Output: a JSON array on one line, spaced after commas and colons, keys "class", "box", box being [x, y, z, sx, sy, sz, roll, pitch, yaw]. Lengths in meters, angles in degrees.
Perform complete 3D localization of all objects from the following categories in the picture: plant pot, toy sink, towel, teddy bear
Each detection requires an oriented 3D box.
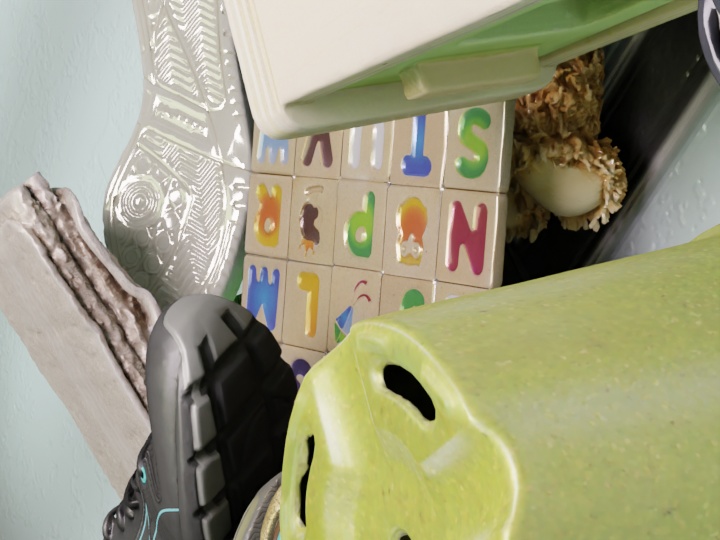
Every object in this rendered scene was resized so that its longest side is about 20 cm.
[{"class": "plant pot", "box": [0.083, 0.073, 0.596, 0.200, 0.183, 0.203, 10, 101, 60]}, {"class": "toy sink", "box": [0.028, -0.112, 0.629, 0.199, 0.130, 0.113, -17, 87, 48]}, {"class": "towel", "box": [-0.103, 0.051, 0.875, 0.201, 0.034, 0.132, 60, 160, -7]}, {"class": "teddy bear", "box": [0.057, -0.109, 0.761, 0.145, 0.066, 0.202, 134, 120, -65]}]

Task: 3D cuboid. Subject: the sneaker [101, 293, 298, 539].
[{"class": "sneaker", "box": [-0.066, 0.096, 0.764, 0.079, 0.075, 0.202, 13, 126, 26]}]

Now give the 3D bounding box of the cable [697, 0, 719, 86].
[{"class": "cable", "box": [0.165, -0.097, 0.479, 0.051, 0.162, 0.202, -75, -4, -63]}]

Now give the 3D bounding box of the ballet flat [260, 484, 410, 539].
[{"class": "ballet flat", "box": [0.019, 0.154, 0.684, 0.071, 0.070, 0.202, -1, 112, 61]}]

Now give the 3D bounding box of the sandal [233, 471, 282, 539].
[{"class": "sandal", "box": [-0.017, 0.166, 0.739, 0.057, 0.079, 0.203, 22, 120, 60]}]

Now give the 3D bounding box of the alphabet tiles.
[{"class": "alphabet tiles", "box": [0.000, 0.000, 0.767, 0.166, 0.006, 0.202, 9, 96, 54]}]

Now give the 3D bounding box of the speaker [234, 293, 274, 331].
[{"class": "speaker", "box": [-0.050, 0.051, 0.929, 0.200, 0.088, 0.089, -21, 75, 60]}]

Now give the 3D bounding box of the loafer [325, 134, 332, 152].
[{"class": "loafer", "box": [0.014, -0.055, 0.835, 0.072, 0.063, 0.201, 67, 179, -63]}]

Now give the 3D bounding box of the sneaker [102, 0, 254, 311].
[{"class": "sneaker", "box": [-0.063, -0.061, 0.922, 0.076, 0.111, 0.202, -7, 77, 20]}]
